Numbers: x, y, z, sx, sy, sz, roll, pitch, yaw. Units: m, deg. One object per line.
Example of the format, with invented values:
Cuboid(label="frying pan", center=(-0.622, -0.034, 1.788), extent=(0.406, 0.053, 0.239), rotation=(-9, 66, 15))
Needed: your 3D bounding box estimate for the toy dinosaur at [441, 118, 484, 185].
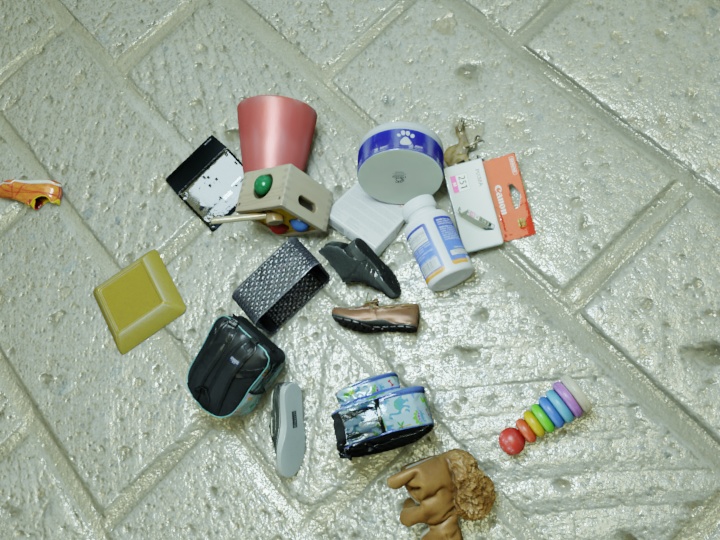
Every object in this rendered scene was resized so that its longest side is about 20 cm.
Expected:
Cuboid(label="toy dinosaur", center=(0.242, -0.267, 1.458), extent=(0.100, 0.058, 0.202), rotation=(10, 71, 30))

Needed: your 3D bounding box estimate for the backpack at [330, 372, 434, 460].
Cuboid(label="backpack", center=(0.044, 0.292, 1.241), extent=(0.197, 0.183, 0.149), rotation=(-14, 71, 1))

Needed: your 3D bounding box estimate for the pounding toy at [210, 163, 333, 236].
Cuboid(label="pounding toy", center=(-0.203, -0.146, 1.402), extent=(0.182, 0.199, 0.144), rotation=(-3, 69, 38))

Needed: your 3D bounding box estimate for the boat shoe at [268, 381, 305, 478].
Cuboid(label="boat shoe", center=(-0.165, 0.348, 1.332), extent=(0.063, 0.070, 0.203), rotation=(-8, 77, 43))

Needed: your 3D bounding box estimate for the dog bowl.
Cuboid(label="dog bowl", center=(0.091, -0.240, 1.377), extent=(0.197, 0.201, 0.080), rotation=(-2, 60, 10))

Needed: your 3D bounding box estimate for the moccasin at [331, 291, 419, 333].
Cuboid(label="moccasin", center=(0.034, 0.095, 1.364), extent=(0.198, 0.074, 0.079), rotation=(-2, 63, 14))

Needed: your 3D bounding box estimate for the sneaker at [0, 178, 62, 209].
Cuboid(label="sneaker", center=(-0.909, -0.206, 1.648), extent=(0.197, 0.073, 0.078), rotation=(0, 82, 14))

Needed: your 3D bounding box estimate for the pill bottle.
Cuboid(label="pill bottle", center=(0.167, -0.066, 1.368), extent=(0.111, 0.112, 0.202), rotation=(-23, 69, 3))

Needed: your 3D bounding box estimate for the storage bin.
Cuboid(label="storage bin", center=(-0.179, 0.037, 1.389), extent=(0.200, 0.135, 0.094), rotation=(-43, 70, -4))

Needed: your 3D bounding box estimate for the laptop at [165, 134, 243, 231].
Cuboid(label="laptop", center=(-0.388, -0.232, 1.585), extent=(0.177, 0.103, 0.200), rotation=(-45, 96, -5))

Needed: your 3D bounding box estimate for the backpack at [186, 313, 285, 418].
Cuboid(label="backpack", center=(-0.277, 0.219, 1.339), extent=(0.175, 0.153, 0.201), rotation=(35, 91, 18))

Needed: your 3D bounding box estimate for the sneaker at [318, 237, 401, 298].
Cuboid(label="sneaker", center=(-0.001, 0.002, 1.405), extent=(0.104, 0.060, 0.200), rotation=(-36, 97, 34))

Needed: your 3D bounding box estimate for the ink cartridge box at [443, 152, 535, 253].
Cuboid(label="ink cartridge box", center=(0.295, -0.156, 1.383), extent=(0.171, 0.044, 0.203), rotation=(-15, 86, 7))

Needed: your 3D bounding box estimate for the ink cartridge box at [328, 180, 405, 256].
Cuboid(label="ink cartridge box", center=(0.037, -0.148, 1.466), extent=(0.160, 0.050, 0.200), rotation=(36, 64, 19))

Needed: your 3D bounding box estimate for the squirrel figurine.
Cuboid(label="squirrel figurine", center=(0.173, 0.460, 1.190), extent=(0.198, 0.142, 0.189), rotation=(-23, 76, 6))

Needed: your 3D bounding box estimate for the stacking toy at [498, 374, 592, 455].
Cuboid(label="stacking toy", center=(0.367, 0.304, 1.236), extent=(0.199, 0.085, 0.086), rotation=(-38, 69, 5))

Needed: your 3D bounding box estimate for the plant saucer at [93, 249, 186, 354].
Cuboid(label="plant saucer", center=(-0.561, 0.069, 1.502), extent=(0.199, 0.048, 0.201), rotation=(-34, 69, 0))

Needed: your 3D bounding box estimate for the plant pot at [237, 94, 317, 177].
Cuboid(label="plant pot", center=(-0.210, -0.306, 1.489), extent=(0.197, 0.200, 0.180), rotation=(2, 82, 12))
